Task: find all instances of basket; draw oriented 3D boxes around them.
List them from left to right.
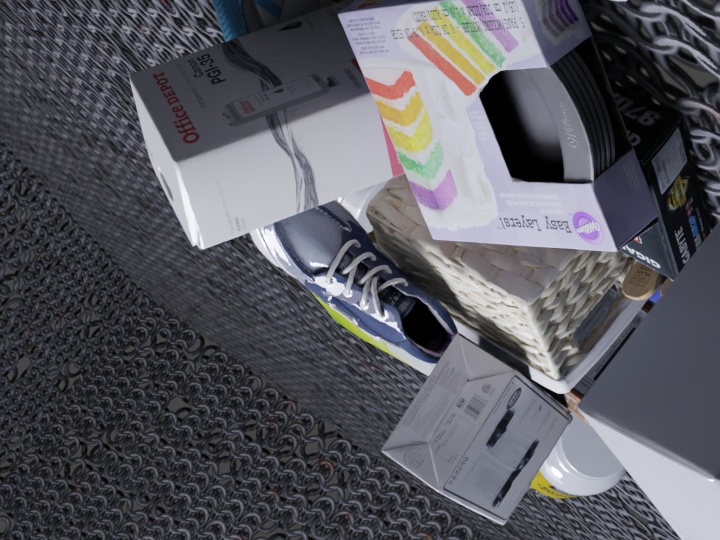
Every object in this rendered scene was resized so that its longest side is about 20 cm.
[{"bbox_3d":[0.116,-0.020,1.307,0.200,0.136,0.123,31,164,37],"label":"basket"}]

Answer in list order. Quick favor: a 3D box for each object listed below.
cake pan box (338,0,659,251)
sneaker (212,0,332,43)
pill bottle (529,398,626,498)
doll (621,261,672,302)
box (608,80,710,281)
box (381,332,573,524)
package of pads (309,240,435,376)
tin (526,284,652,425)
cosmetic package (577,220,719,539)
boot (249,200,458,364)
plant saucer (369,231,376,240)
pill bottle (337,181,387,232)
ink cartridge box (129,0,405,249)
[{"bbox_3d":[0.091,-0.104,1.077,0.200,0.052,0.185,7,129,53],"label":"cake pan box"},{"bbox_3d":[-0.072,-0.227,1.287,0.076,0.081,0.201,41,152,46],"label":"sneaker"},{"bbox_3d":[0.234,0.191,1.790,0.112,0.112,0.200,40,169,1],"label":"pill bottle"},{"bbox_3d":[0.284,0.055,1.267,0.200,0.049,0.136,40,163,-33],"label":"doll"},{"bbox_3d":[0.148,-0.089,1.158,0.200,0.046,0.159,33,165,32],"label":"box"},{"bbox_3d":[0.101,0.135,1.353,0.060,0.117,0.200,32,178,26],"label":"box"},{"bbox_3d":[0.010,0.023,1.743,0.200,0.068,0.155,29,164,46],"label":"package of pads"},{"bbox_3d":[0.194,0.060,1.417,0.200,0.112,0.042,36,168,15],"label":"tin"},{"bbox_3d":[0.271,0.081,1.019,0.123,0.200,0.200,27,163,48],"label":"cosmetic package"},{"bbox_3d":[0.000,0.000,1.273,0.200,0.073,0.090,39,172,-40],"label":"boot"},{"bbox_3d":[-0.005,-0.047,1.819,0.200,0.048,0.200,42,169,-4],"label":"plant saucer"},{"bbox_3d":[-0.054,-0.122,1.535,0.200,0.109,0.109,36,168,18],"label":"pill bottle"},{"bbox_3d":[-0.057,-0.114,1.223,0.147,0.199,0.083,-123,16,-51],"label":"ink cartridge box"}]
